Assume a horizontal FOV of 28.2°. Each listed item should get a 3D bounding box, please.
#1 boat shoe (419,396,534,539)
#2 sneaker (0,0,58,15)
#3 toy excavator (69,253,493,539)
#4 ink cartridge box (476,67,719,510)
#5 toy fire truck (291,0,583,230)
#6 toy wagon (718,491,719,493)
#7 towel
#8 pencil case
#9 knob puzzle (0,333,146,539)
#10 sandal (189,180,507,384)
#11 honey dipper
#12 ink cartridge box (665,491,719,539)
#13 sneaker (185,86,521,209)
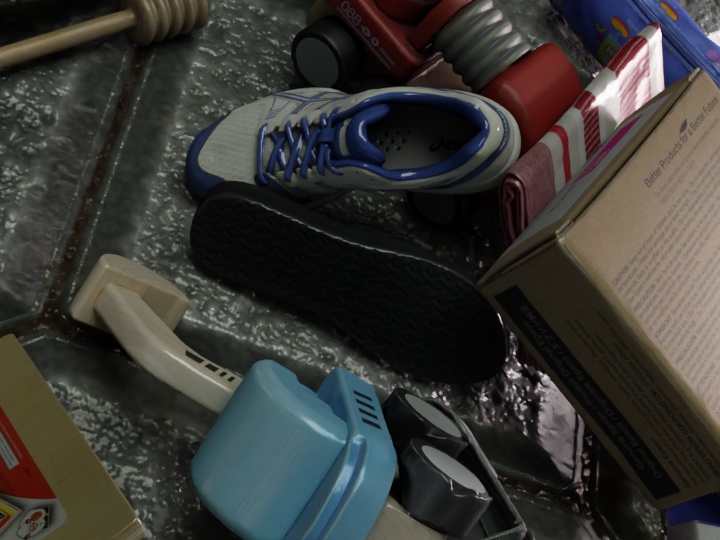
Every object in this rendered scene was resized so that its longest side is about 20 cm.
[{"bbox_3d":[0.068,0.159,0.753,0.073,0.068,0.200,-7,61,-29],"label":"boat shoe"},{"bbox_3d":[-0.170,-0.196,0.888,0.199,0.091,0.076,-17,81,-11],"label":"sneaker"},{"bbox_3d":[-0.053,0.072,0.713,0.200,0.100,0.195,33,10,-14],"label":"toy excavator"},{"bbox_3d":[0.180,0.006,0.810,0.165,0.075,0.200,51,48,-5],"label":"ink cartridge box"},{"bbox_3d":[0.082,-0.152,0.882,0.176,0.200,0.129,50,51,3],"label":"toy fire truck"},{"bbox_3d":[0.241,0.092,0.887,0.199,0.040,0.156,7,40,-21],"label":"toy wagon"},{"bbox_3d":[0.144,-0.050,0.899,0.023,0.145,0.200,14,41,30],"label":"towel"},{"bbox_3d":[0.223,-0.152,1.036,0.078,0.087,0.200,-33,73,-13],"label":"pencil case"},{"bbox_3d":[-0.203,0.128,0.613,0.219,0.031,0.220,-16,36,12],"label":"knob puzzle"},{"bbox_3d":[0.000,-0.001,0.834,0.200,0.075,0.048,27,32,-6],"label":"sandal"},{"bbox_3d":[-0.182,-0.139,0.864,0.199,0.038,0.038,-25,70,-35],"label":"honey dipper"},{"bbox_3d":[0.276,0.210,0.835,0.199,0.041,0.201,13,52,-17],"label":"ink cartridge box"},{"bbox_3d":[-0.011,-0.077,0.819,0.199,0.088,0.076,-6,85,11],"label":"sneaker"}]
